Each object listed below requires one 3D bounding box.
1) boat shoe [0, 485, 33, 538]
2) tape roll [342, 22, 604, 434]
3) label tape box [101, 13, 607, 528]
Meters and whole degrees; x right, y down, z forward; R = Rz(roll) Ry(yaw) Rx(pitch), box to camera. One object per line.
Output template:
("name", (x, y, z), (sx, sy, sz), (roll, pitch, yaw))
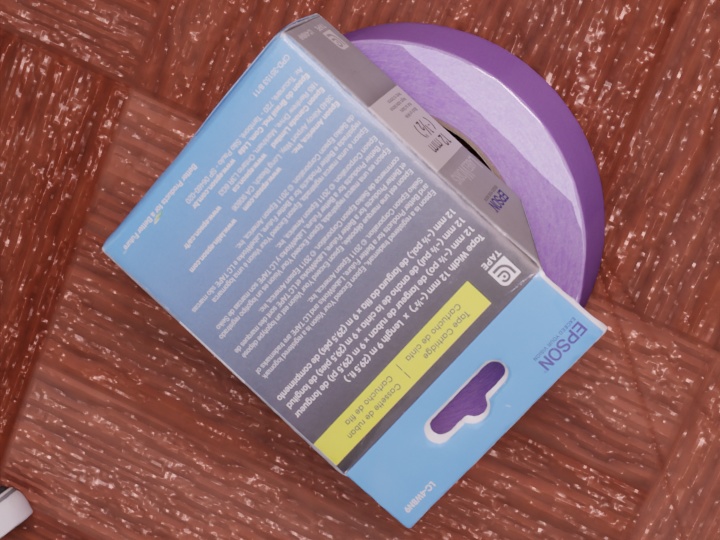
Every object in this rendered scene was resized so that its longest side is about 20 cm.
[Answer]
("boat shoe", (-0.276, 0.156, 1.138), (0.200, 0.069, 0.057), (-25, 96, 22))
("tape roll", (0.019, -0.020, 1.011), (0.200, 0.066, 0.201), (4, 105, 14))
("label tape box", (0.000, 0.000, 0.955), (0.200, 0.066, 0.143), (42, 111, -1))
